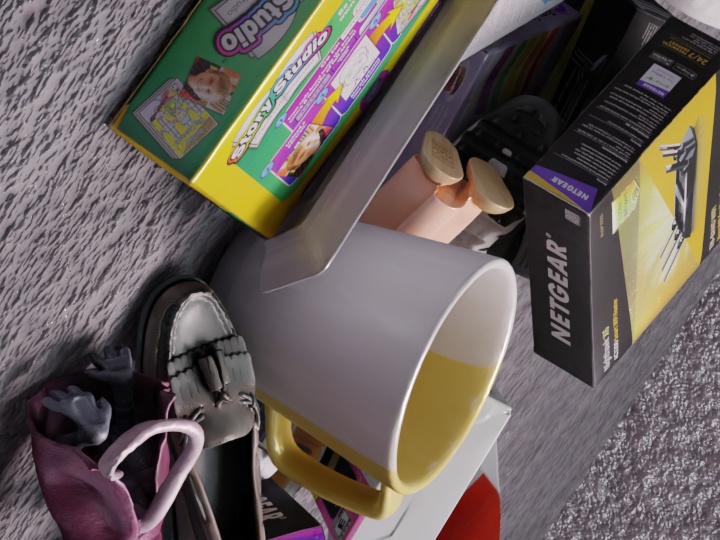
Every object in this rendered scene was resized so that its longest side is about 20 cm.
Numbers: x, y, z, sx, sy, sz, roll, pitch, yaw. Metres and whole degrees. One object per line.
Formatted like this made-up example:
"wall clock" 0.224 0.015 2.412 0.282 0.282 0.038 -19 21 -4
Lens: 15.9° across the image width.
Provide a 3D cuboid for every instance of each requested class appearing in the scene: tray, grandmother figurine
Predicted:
"tray" 0.006 -0.078 1.418 0.200 0.022 0.107 -58 -168 -17
"grandmother figurine" 0.000 0.000 1.627 0.200 0.121 0.061 -48 -163 28

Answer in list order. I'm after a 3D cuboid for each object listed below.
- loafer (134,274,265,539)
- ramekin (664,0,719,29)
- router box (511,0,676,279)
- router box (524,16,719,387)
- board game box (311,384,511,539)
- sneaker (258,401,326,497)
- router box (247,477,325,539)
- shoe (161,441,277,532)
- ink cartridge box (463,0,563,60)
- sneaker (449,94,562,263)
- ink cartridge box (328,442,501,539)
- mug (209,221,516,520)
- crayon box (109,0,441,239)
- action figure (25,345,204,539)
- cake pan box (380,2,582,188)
"loafer" -0.080 0.101 1.483 0.072 0.063 0.200 -20 117 -32
"ramekin" 0.229 -0.241 1.670 0.094 0.202 0.202 -51 171 32
"router box" 0.145 -0.104 1.791 0.200 0.052 0.157 -63 -160 14
"router box" 0.175 -0.041 1.664 0.157 0.052 0.200 -47 153 -23
"board game box" 0.022 0.106 1.820 0.148 0.064 0.200 -59 -159 12
"sneaker" -0.083 0.165 1.793 0.200 0.075 0.088 -49 172 -12
"router box" -0.052 0.217 1.643 0.051 0.149 0.200 -14 -171 -12
"shoe" -0.119 0.127 1.596 0.091 0.071 0.200 -55 161 2
"ink cartridge box" 0.081 -0.186 1.556 0.200 0.042 0.119 -35 157 -36
"sneaker" 0.081 -0.043 1.686 0.091 0.066 0.200 -46 166 -54
"ink cartridge box" 0.035 0.175 1.852 0.160 0.047 0.200 -48 -156 32
"mug" -0.015 0.052 1.540 0.187 0.153 0.149 -69 160 7
"crayon box" -0.029 -0.123 1.326 0.200 0.058 0.173 -54 166 -1
"action figure" -0.129 0.149 1.413 0.134 0.149 0.200 -14 111 -40
"cake pan box" 0.054 -0.088 1.718 0.200 0.052 0.184 -61 164 22
